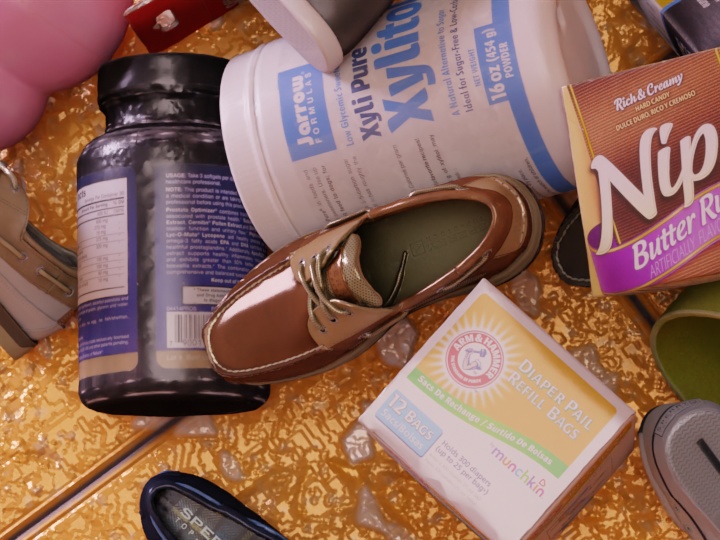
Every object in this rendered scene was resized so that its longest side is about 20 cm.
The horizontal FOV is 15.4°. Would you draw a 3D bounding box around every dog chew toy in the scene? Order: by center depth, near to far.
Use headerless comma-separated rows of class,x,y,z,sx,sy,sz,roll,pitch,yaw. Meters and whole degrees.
dog chew toy,-0.226,-0.128,1.565,0.125,0.125,0.200,43,98,9

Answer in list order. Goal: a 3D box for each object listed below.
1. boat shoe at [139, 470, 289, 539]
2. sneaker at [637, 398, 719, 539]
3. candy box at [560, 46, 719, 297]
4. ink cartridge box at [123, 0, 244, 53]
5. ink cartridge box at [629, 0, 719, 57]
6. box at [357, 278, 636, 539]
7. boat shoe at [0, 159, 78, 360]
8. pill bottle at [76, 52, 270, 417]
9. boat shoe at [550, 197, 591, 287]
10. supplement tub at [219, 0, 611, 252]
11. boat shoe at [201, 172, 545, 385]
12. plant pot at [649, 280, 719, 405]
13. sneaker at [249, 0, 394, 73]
boat shoe,-0.053,0.193,1.523,0.200,0.069,0.084,33,86,8
sneaker,0.227,0.153,1.508,0.073,0.071,0.200,-31,101,-5
candy box,0.206,-0.059,1.366,0.200,0.056,0.117,-11,85,34
ink cartridge box,-0.063,-0.215,1.561,0.200,0.116,0.067,-33,81,-1
ink cartridge box,0.254,-0.188,1.501,0.200,0.198,0.047,-30,118,2
box,0.079,0.090,1.461,0.112,0.200,0.101,42,87,9
boat shoe,-0.225,-0.037,1.527,0.068,0.200,0.075,-35,42,-2
pill bottle,-0.109,-0.020,1.539,0.112,0.112,0.201,-2,81,5
boat shoe,0.171,-0.040,1.487,0.060,0.202,0.072,-28,87,-45
supplement tub,0.036,-0.089,1.502,0.200,0.132,0.132,-16,80,18
boat shoe,0.000,0.000,1.429,0.200,0.074,0.076,-28,79,16
plant pot,0.292,0.006,1.482,0.187,0.187,0.200,33,71,9
sneaker,-0.043,-0.211,1.471,0.099,0.071,0.200,-37,78,-12
